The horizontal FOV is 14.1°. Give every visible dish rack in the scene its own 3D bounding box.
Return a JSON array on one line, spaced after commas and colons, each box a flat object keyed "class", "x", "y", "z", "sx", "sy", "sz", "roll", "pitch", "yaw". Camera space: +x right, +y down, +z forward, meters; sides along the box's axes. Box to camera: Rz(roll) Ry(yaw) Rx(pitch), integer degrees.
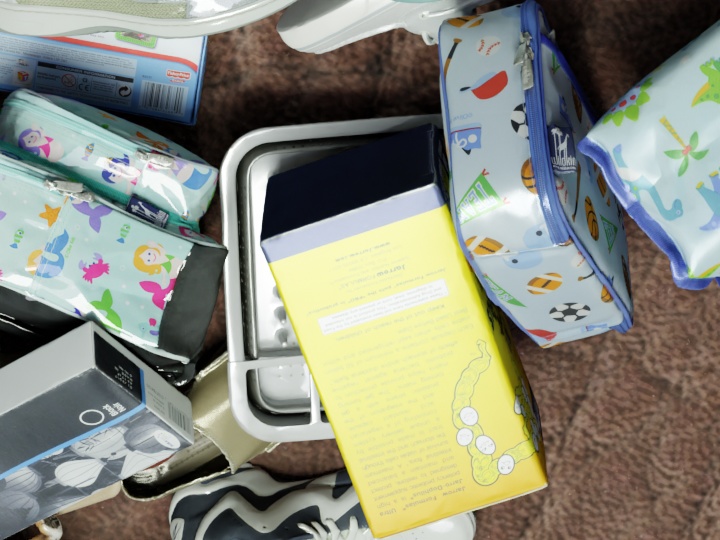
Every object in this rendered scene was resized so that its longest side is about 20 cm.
[{"class": "dish rack", "x": 0.000, "y": 0.000, "z": 1.763, "sx": 0.171, "sy": 0.044, "sz": 0.201, "roll": -4, "pitch": 110, "yaw": -7}]

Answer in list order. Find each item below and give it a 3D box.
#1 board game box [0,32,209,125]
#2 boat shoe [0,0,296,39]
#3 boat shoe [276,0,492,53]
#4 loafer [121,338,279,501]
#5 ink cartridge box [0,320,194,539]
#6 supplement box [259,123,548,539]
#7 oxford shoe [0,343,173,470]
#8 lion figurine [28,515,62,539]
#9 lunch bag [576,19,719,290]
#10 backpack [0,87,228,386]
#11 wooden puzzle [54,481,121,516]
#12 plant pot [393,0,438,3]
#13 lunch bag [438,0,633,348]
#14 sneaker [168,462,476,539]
[{"class": "board game box", "x": -0.155, "y": -0.191, "z": 1.697, "sx": 0.151, "sy": 0.037, "sz": 0.201, "roll": 10, "pitch": 122, "yaw": -2}, {"class": "boat shoe", "x": -0.121, "y": -0.175, "z": 1.642, "sx": 0.201, "sy": 0.075, "sz": 0.065, "roll": -1, "pitch": 125, "yaw": 12}, {"class": "boat shoe", "x": 0.049, "y": -0.167, "z": 1.681, "sx": 0.200, "sy": 0.072, "sz": 0.069, "roll": -28, "pitch": 115, "yaw": 10}, {"class": "loafer", "x": -0.079, "y": 0.089, "z": 1.836, "sx": 0.200, "sy": 0.068, "sz": 0.076, "roll": -38, "pitch": 111, "yaw": 21}, {"class": "ink cartridge box", "x": -0.204, "y": 0.105, "z": 1.675, "sx": 0.200, "sy": 0.039, "sz": 0.099, "roll": -27, "pitch": 138, "yaw": 22}, {"class": "supplement box", "x": 0.026, "y": 0.035, "z": 1.691, "sx": 0.109, "sy": 0.109, "sz": 0.201, "roll": -18, "pitch": 111, "yaw": 8}, {"class": "oxford shoe", "x": -0.204, "y": 0.077, "z": 1.748, "sx": 0.200, "sy": 0.075, "sz": 0.071, "roll": 11, "pitch": 121, "yaw": -36}, {"class": "lion figurine", "x": -0.196, "y": 0.217, "z": 1.878, "sx": 0.200, "sy": 0.073, "sz": 0.123, "roll": 22, "pitch": 127, "yaw": -32}, {"class": "lunch bag", "x": 0.234, "y": -0.076, "z": 1.634, "sx": 0.170, "sy": 0.200, "sz": 0.128, "roll": -37, "pitch": 82, "yaw": 13}, {"class": "backpack", "x": -0.180, "y": -0.024, "z": 1.711, "sx": 0.199, "sy": 0.178, "sz": 0.151, "roll": 14, "pitch": 88, "yaw": -6}, {"class": "wooden puzzle", "x": -0.278, "y": 0.120, "z": 1.820, "sx": 0.200, "sy": 0.046, "sz": 0.185, "roll": 14, "pitch": 157, "yaw": -36}, {"class": "plant pot", "x": 0.024, "y": -0.231, "z": 1.584, "sx": 0.200, "sy": 0.201, "sz": 0.134, "roll": -13, "pitch": 146, "yaw": 13}, {"class": "lunch bag", "x": 0.101, "y": -0.058, "z": 1.661, "sx": 0.075, "sy": 0.161, "sz": 0.200, "roll": -10, "pitch": 150, "yaw": 15}, {"class": "sneaker", "x": -0.028, "y": 0.183, "z": 1.853, "sx": 0.198, "sy": 0.130, "sz": 0.080, "roll": 10, "pitch": 122, "yaw": -1}]
